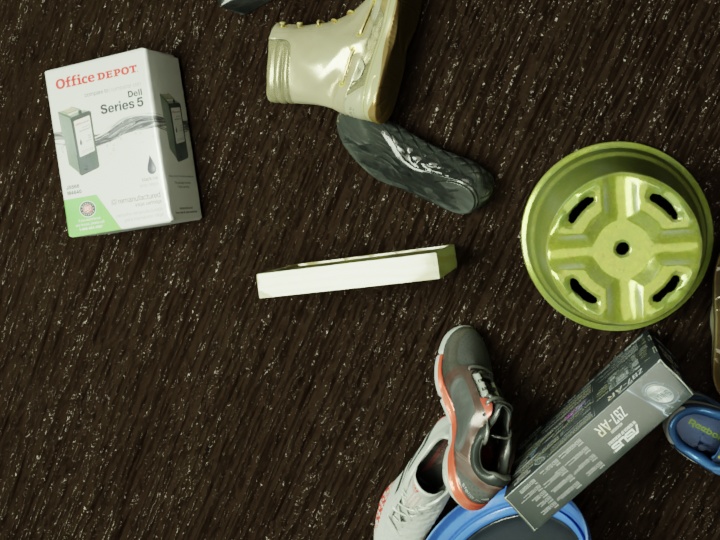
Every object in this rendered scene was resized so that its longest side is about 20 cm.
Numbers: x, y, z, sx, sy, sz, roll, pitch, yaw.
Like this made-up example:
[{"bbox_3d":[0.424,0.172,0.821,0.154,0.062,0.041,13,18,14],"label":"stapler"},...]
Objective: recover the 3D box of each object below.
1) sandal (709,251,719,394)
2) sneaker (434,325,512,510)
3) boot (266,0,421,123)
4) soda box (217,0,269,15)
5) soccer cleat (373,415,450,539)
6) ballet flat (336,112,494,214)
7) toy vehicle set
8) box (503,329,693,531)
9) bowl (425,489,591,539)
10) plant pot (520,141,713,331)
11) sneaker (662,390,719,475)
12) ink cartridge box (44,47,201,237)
[{"bbox_3d":[0.394,0.036,0.798,0.079,0.054,0.203,7,112,21],"label":"sandal"},{"bbox_3d":[0.132,0.143,0.826,0.082,0.076,0.202,-42,41,47],"label":"sneaker"},{"bbox_3d":[-0.019,-0.271,0.874,0.154,0.073,0.203,14,90,24],"label":"boot"},{"bbox_3d":[-0.074,-0.362,0.879,0.198,0.071,0.064,-23,92,17],"label":"soda box"},{"bbox_3d":[0.067,0.252,0.893,0.068,0.085,0.201,32,103,10],"label":"soccer cleat"},{"bbox_3d":[0.057,-0.124,0.886,0.199,0.057,0.067,33,131,16],"label":"ballet flat"},{"bbox_3d":[0.000,0.000,0.867,0.197,0.124,0.027,-7,94,17],"label":"toy vehicle set"},{"bbox_3d":[0.235,0.154,0.796,0.044,0.160,0.200,45,105,7],"label":"box"},{"bbox_3d":[0.149,0.310,0.823,0.199,0.201,0.040,-25,112,17],"label":"bowl"},{"bbox_3d":[0.247,-0.026,0.762,0.198,0.184,0.203,2,97,16],"label":"plant pot"},{"bbox_3d":[0.389,0.183,0.773,0.198,0.082,0.075,19,96,32],"label":"sneaker"},{"bbox_3d":[-0.285,-0.151,0.955,0.144,0.084,0.203,-7,94,17],"label":"ink cartridge box"}]
